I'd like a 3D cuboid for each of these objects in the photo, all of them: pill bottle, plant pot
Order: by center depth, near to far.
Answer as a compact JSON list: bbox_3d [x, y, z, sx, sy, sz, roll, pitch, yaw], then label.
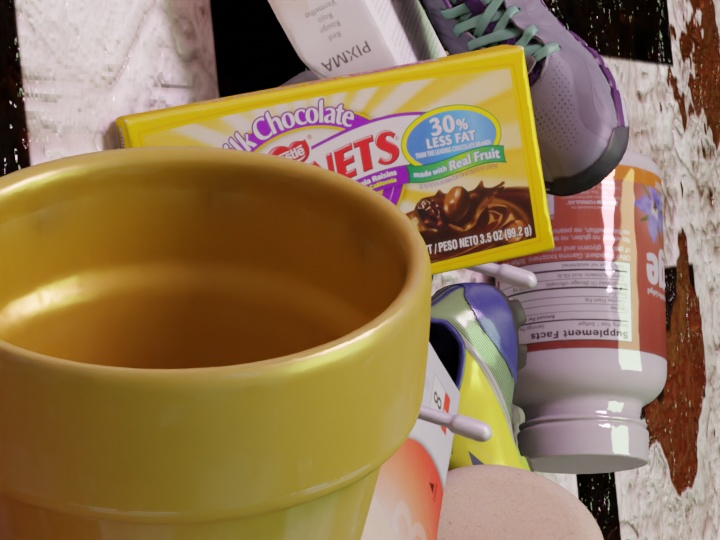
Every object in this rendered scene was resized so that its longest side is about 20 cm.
[{"bbox_3d":[-0.074,0.075,1.012,0.201,0.200,0.189,-56,152,-58],"label":"plant pot"},{"bbox_3d":[0.143,0.028,1.644,0.112,0.112,0.201,27,61,-64],"label":"pill bottle"}]

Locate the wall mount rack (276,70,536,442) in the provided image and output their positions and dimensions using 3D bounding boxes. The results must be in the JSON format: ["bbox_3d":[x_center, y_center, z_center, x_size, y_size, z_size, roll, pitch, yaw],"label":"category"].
[{"bbox_3d":[0.000,0.000,1.291,0.174,0.074,0.200,46,41,-23],"label":"wall mount rack"}]

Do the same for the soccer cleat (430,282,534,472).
[{"bbox_3d":[0.062,0.107,1.517,0.084,0.065,0.201,-14,103,-38],"label":"soccer cleat"}]

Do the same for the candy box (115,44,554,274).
[{"bbox_3d":[-0.010,-0.041,1.200,0.026,0.199,0.103,-167,-114,-74],"label":"candy box"}]

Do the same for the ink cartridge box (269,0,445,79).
[{"bbox_3d":[0.007,-0.112,1.302,0.162,0.050,0.200,-72,138,-73],"label":"ink cartridge box"}]

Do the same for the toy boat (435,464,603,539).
[{"bbox_3d":[0.071,0.215,1.447,0.131,0.130,0.201,109,-12,-64],"label":"toy boat"}]

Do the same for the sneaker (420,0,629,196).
[{"bbox_3d":[0.062,-0.119,1.269,0.087,0.074,0.200,37,17,-45],"label":"sneaker"}]

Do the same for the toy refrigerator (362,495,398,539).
[{"bbox_3d":[-0.013,0.161,1.201,0.200,0.076,0.070,62,14,-16],"label":"toy refrigerator"}]

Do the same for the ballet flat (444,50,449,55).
[{"bbox_3d":[0.036,-0.100,1.470,0.200,0.065,0.071,-35,117,-65],"label":"ballet flat"}]

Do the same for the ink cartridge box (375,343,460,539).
[{"bbox_3d":[-0.006,0.073,1.344,0.200,0.050,0.163,63,29,-46],"label":"ink cartridge box"}]
